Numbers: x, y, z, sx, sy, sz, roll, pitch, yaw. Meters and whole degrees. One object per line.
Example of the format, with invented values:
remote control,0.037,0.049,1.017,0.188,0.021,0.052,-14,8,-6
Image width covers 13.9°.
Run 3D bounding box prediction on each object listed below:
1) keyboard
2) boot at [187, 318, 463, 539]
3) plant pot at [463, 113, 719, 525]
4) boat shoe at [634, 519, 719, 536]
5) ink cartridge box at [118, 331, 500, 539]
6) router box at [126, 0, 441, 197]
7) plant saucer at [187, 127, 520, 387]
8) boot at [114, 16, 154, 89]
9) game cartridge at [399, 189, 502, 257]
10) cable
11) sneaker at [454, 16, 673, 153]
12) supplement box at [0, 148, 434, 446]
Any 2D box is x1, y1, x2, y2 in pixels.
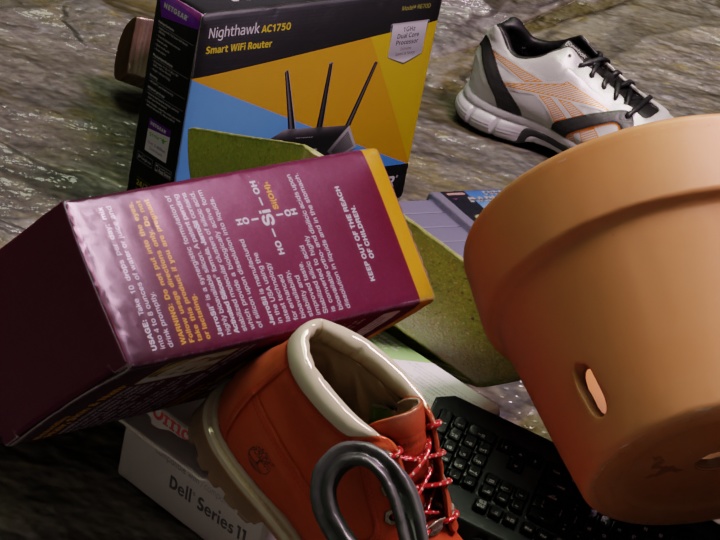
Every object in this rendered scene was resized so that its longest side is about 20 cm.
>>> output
keyboard,0.115,0.132,1.456,0.200,0.040,0.104,25,53,2
boot,0.015,0.113,1.375,0.200,0.107,0.075,46,43,2
plant pot,0.162,0.034,1.449,0.200,0.200,0.140,1,60,-23
boat shoe,0.180,0.112,1.577,0.074,0.063,0.201,46,36,-2
ink cartridge box,-0.041,0.091,1.510,0.200,0.067,0.117,-10,32,-41
router box,-0.048,-0.108,1.854,0.200,0.149,0.051,-12,32,-41
plant saucer,0.000,0.000,1.627,0.200,0.048,0.200,36,-9,-21
boot,-0.067,-0.136,1.947,0.155,0.074,0.200,11,2,-17
game cartridge,0.127,-0.014,1.867,0.200,0.038,0.130,-3,32,-30
cable,0.043,0.167,1.320,0.200,0.097,0.050,42,5,17
sneaker,0.162,-0.115,2.052,0.200,0.080,0.074,20,24,16
supplement box,-0.080,0.011,1.420,0.200,0.110,0.086,-12,76,-43
